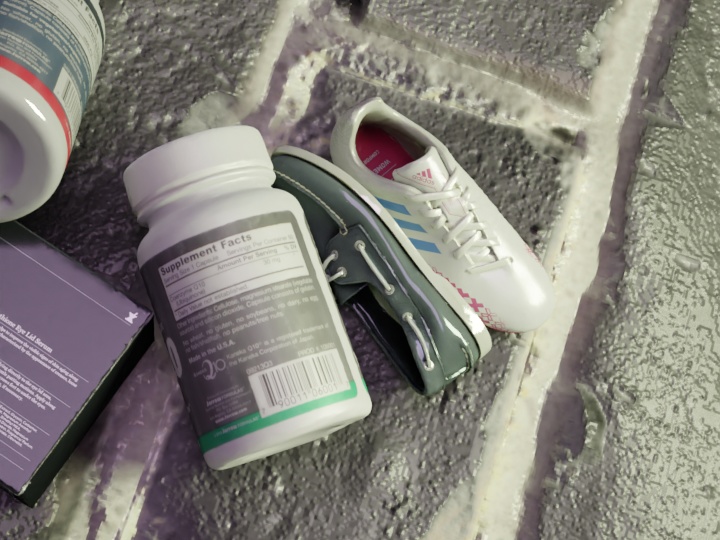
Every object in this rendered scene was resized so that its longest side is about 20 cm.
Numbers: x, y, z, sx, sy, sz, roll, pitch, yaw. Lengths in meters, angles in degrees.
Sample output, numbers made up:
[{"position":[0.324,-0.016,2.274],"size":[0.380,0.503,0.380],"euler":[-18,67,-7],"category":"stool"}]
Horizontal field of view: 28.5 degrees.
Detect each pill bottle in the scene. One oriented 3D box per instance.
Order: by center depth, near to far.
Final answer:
[{"position":[-0.227,-0.136,0.899],"size":[0.119,0.120,0.200],"euler":[10,43,-5],"category":"pill bottle"},{"position":[-0.076,0.017,0.911],"size":[0.113,0.113,0.200],"euler":[-18,81,-12],"category":"pill bottle"}]

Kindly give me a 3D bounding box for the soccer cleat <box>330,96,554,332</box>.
[{"position":[0.055,-0.036,0.964],"size":[0.200,0.086,0.070],"euler":[43,73,5],"category":"soccer cleat"}]

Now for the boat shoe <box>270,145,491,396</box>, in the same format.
[{"position":[0.000,0.000,0.954],"size":[0.200,0.073,0.062],"euler":[46,69,1],"category":"boat shoe"}]

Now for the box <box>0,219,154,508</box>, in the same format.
[{"position":[-0.252,0.036,0.905],"size":[0.200,0.079,0.141],"euler":[34,74,3],"category":"box"}]
